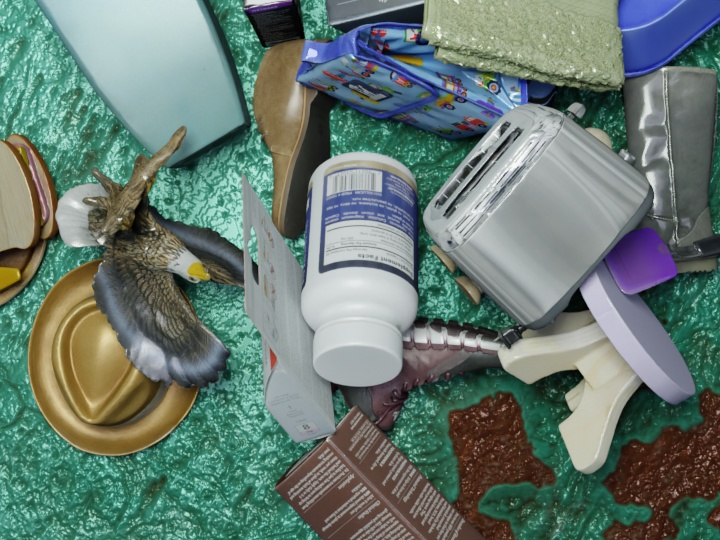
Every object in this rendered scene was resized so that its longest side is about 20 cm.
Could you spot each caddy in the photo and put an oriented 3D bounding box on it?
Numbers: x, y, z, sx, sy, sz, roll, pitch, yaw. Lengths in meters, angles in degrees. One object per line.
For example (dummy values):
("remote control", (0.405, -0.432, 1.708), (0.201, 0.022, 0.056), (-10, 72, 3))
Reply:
("caddy", (0.282, -0.282, 1.004), (0.199, 0.105, 0.142), (-37, 65, 1))

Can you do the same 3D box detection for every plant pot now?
("plant pot", (-0.195, -0.209, 1.001), (0.140, 0.141, 0.202), (-29, 95, 1))

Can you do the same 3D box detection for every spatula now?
("spatula", (0.311, -0.020, 0.971), (0.198, 0.021, 0.057), (-10, 64, -32))

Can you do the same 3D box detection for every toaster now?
("toaster", (0.144, -0.047, 0.888), (0.129, 0.114, 0.200), (39, 98, -16))

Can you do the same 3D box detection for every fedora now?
("fedora", (-0.252, 0.088, 1.023), (0.197, 0.082, 0.204), (0, 90, 2))

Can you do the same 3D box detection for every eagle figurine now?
("eagle figurine", (-0.180, -0.005, 0.964), (0.150, 0.201, 0.152), (-25, 46, -1))

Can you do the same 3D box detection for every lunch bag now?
("lunch bag", (0.040, -0.189, 0.952), (0.197, 0.150, 0.096), (8, 89, -22))

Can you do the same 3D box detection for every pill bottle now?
("pill bottle", (0.000, 0.000, 0.963), (0.109, 0.112, 0.203), (1, 58, 2))

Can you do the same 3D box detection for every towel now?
("towel", (0.146, -0.237, 0.899), (0.197, 0.036, 0.151), (10, 72, -18))

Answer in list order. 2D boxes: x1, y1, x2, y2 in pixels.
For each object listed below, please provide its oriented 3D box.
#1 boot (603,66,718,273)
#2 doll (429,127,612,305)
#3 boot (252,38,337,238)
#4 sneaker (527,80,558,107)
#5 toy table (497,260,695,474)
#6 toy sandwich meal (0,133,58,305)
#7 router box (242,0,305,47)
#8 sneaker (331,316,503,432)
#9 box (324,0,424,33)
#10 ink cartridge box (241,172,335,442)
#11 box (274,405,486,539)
("boot", (0.276, -0.097, 1.016), (0.179, 0.073, 0.203), (-5, 96, -12))
("doll", (0.160, -0.064, 0.971), (0.199, 0.048, 0.137), (-40, 102, -1))
("boot", (-0.073, -0.134, 1.038), (0.074, 0.073, 0.203), (7, 85, 20))
("sneaker", (0.153, -0.102, 1.025), (0.077, 0.070, 0.202), (32, 95, -4))
("toy table", (0.219, 0.081, 0.959), (0.117, 0.185, 0.200), (-35, 127, 21))
("toy sandwich meal", (-0.404, -0.049, 1.036), (0.202, 0.070, 0.209), (0, 89, 2))
("router box", (-0.095, -0.335, 0.991), (0.050, 0.149, 0.203), (-8, 89, 1))
("sneaker", (0.059, 0.108, 1.027), (0.197, 0.076, 0.118), (8, 95, 12))
("box", (0.026, -0.328, 0.978), (0.105, 0.148, 0.203), (-8, 90, 18))
("ink cartridge box", (-0.082, 0.038, 0.933), (0.056, 0.201, 0.164), (-20, 48, 14))
("box", (0.024, 0.242, 1.000), (0.200, 0.075, 0.100), (47, 124, 2))
